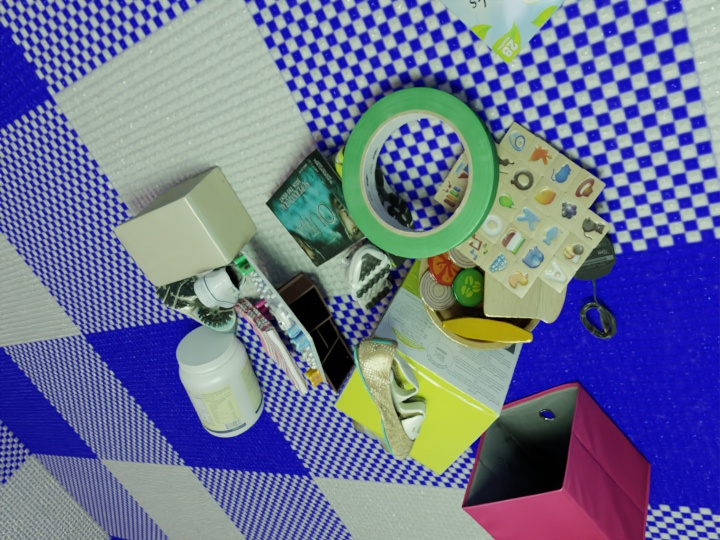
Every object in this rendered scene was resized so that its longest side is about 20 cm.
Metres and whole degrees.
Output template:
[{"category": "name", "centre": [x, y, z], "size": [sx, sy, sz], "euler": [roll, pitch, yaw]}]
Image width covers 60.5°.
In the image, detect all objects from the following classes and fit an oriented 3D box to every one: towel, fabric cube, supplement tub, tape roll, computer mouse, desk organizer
[{"category": "towel", "centre": [-0.168, 0.139, 1.152], "size": [0.199, 0.030, 0.149], "euler": [29, 150, 60]}, {"category": "fabric cube", "centre": [0.311, 0.336, 0.971], "size": [0.199, 0.202, 0.195], "euler": [44, 135, -13]}, {"category": "supplement tub", "centre": [-0.292, 0.228, 1.287], "size": [0.141, 0.146, 0.204], "euler": [7, 129, 26]}, {"category": "tape roll", "centre": [0.073, -0.120, 0.774], "size": [0.195, 0.048, 0.207], "euler": [3, 98, 22]}, {"category": "computer mouse", "centre": [0.312, 0.013, 0.825], "size": [0.057, 0.034, 0.203], "euler": [-11, 126, 17]}, {"category": "desk organizer", "centre": [-0.073, 0.111, 1.086], "size": [0.203, 0.071, 0.077], "euler": [62, 166, -25]}]

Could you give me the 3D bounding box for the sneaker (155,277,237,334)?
[{"category": "sneaker", "centre": [-0.326, 0.070, 1.228], "size": [0.197, 0.078, 0.087], "euler": [32, 161, 20]}]

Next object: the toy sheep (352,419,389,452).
[{"category": "toy sheep", "centre": [0.066, 0.245, 1.099], "size": [0.197, 0.139, 0.139], "euler": [-25, 113, 26]}]

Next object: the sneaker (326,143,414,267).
[{"category": "sneaker", "centre": [0.012, -0.092, 0.900], "size": [0.080, 0.074, 0.203], "euler": [0, 126, 51]}]

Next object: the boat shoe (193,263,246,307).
[{"category": "boat shoe", "centre": [-0.229, 0.024, 1.083], "size": [0.066, 0.200, 0.075], "euler": [-30, 97, 3]}]

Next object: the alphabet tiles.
[{"category": "alphabet tiles", "centre": [0.195, -0.073, 0.762], "size": [0.198, 0.006, 0.168], "euler": [38, 107, 13]}]

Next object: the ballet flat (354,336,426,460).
[{"category": "ballet flat", "centre": [0.050, 0.171, 0.806], "size": [0.064, 0.071, 0.203], "euler": [-10, 123, 20]}]

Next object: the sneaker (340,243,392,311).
[{"category": "sneaker", "centre": [0.000, 0.000, 0.924], "size": [0.082, 0.074, 0.201], "euler": [51, 171, 14]}]

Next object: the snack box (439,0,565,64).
[{"category": "snack box", "centre": [0.134, -0.341, 0.606], "size": [0.199, 0.068, 0.169], "euler": [39, 135, -5]}]

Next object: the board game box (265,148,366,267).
[{"category": "board game box", "centre": [-0.064, -0.084, 0.918], "size": [0.136, 0.028, 0.199], "euler": [51, 154, -6]}]

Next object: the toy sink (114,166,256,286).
[{"category": "toy sink", "centre": [-0.300, -0.073, 1.066], "size": [0.196, 0.113, 0.132], "euler": [-16, 117, 34]}]

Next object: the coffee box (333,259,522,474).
[{"category": "coffee box", "centre": [0.105, 0.139, 0.930], "size": [0.197, 0.199, 0.202], "euler": [31, 136, 4]}]

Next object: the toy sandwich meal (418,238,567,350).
[{"category": "toy sandwich meal", "centre": [0.175, 0.014, 0.812], "size": [0.199, 0.070, 0.212], "euler": [0, 91, 1]}]

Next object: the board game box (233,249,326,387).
[{"category": "board game box", "centre": [-0.134, 0.087, 1.042], "size": [0.201, 0.026, 0.201], "euler": [49, 164, 25]}]
